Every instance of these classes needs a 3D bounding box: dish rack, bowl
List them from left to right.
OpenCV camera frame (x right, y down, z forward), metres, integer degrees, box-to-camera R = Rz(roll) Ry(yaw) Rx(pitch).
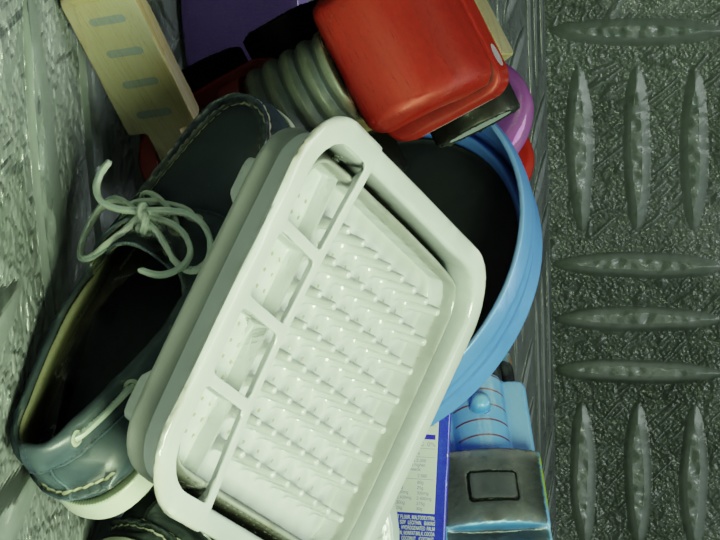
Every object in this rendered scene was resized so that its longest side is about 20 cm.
[{"bbox_3d":[-0.025,0.037,1.003,0.173,0.043,0.200,-65,149,-10],"label":"dish rack"},{"bbox_3d":[0.000,0.000,1.203,0.039,0.199,0.202,43,45,-49],"label":"bowl"}]

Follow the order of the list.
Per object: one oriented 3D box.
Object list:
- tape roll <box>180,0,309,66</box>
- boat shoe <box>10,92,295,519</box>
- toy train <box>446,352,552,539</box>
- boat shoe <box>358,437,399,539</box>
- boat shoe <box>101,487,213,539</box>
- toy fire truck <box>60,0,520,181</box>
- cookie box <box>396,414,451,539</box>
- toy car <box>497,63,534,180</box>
[{"bbox_3d":[-0.046,-0.166,1.317,0.200,0.065,0.202,0,90,-80],"label":"tape roll"},{"bbox_3d":[-0.087,0.004,1.001,0.201,0.075,0.062,-61,144,-18],"label":"boat shoe"},{"bbox_3d":[0.074,0.128,1.521,0.115,0.086,0.201,99,-10,-50],"label":"toy train"},{"bbox_3d":[-0.044,0.060,1.121,0.201,0.072,0.071,58,8,-2],"label":"boat shoe"},{"bbox_3d":[-0.050,0.168,1.127,0.199,0.074,0.066,47,52,-29],"label":"boat shoe"},{"bbox_3d":[-0.039,-0.092,1.100,0.129,0.175,0.200,63,17,1],"label":"toy fire truck"},{"bbox_3d":[0.005,0.119,1.472,0.171,0.075,0.202,138,-44,-77],"label":"cookie box"},{"bbox_3d":[0.037,-0.084,1.515,0.200,0.149,0.176,75,10,-57],"label":"toy car"}]
